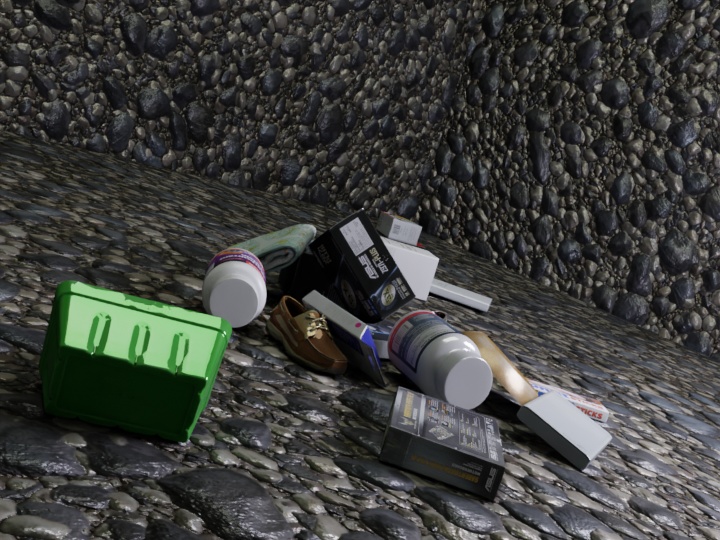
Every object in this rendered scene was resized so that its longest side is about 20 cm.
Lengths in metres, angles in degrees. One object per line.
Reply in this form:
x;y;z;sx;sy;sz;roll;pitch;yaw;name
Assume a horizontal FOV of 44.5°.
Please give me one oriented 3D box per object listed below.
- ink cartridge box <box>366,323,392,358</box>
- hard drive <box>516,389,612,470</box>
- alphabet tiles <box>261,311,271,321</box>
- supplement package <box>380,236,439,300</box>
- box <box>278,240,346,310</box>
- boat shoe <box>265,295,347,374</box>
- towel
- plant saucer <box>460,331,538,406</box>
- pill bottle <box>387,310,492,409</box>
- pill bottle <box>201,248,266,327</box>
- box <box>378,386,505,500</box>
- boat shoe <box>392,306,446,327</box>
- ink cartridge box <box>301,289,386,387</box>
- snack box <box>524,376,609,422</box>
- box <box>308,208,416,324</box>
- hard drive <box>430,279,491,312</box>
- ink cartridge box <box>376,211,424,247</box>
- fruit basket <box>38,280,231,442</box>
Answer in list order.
0.049;0.133;1.653;0.099;0.040;0.198;25;8;40;ink cartridge box
0.339;0.257;1.450;0.131;0.027;0.199;39;16;20;hard drive
-0.084;0.117;1.615;0.164;0.006;0.199;13;11;-34;alphabet tiles
0.092;-0.012;2.378;0.197;0.123;0.120;16;8;-13;supplement package
-0.064;0.017;1.909;0.197;0.119;0.197;14;9;-15;box
-0.090;0.102;1.454;0.075;0.075;0.199;9;17;-43;boat shoe
-0.198;-0.037;1.791;0.197;0.049;0.172;-16;18;15;towel
0.251;0.173;1.552;0.200;0.035;0.200;47;4;-4;plant saucer
0.134;0.152;1.467;0.118;0.122;0.200;13;10;-25;pill bottle
-0.217;0.033;1.516;0.110;0.113;0.200;16;9;-11;pill bottle
0.111;0.228;1.192;0.156;0.049;0.200;18;9;3;box
0.122;0.112;1.838;0.074;0.075;0.199;22;9;26;boat shoe
-0.020;0.112;1.479;0.037;0.096;0.199;-35;40;-20;ink cartridge box
0.378;0.244;1.707;0.197;0.025;0.072;18;10;-3;snack box
0.000;0.000;1.723;0.202;0.085;0.164;59;-20;-2;box
0.277;0.068;2.529;0.197;0.027;0.132;19;9;10;hard drive
0.175;-0.169;3.626;0.173;0.085;0.200;16;9;-18;ink cartridge box
-0.260;0.092;1.016;0.212;0.157;0.217;18;26;-9;fruit basket
